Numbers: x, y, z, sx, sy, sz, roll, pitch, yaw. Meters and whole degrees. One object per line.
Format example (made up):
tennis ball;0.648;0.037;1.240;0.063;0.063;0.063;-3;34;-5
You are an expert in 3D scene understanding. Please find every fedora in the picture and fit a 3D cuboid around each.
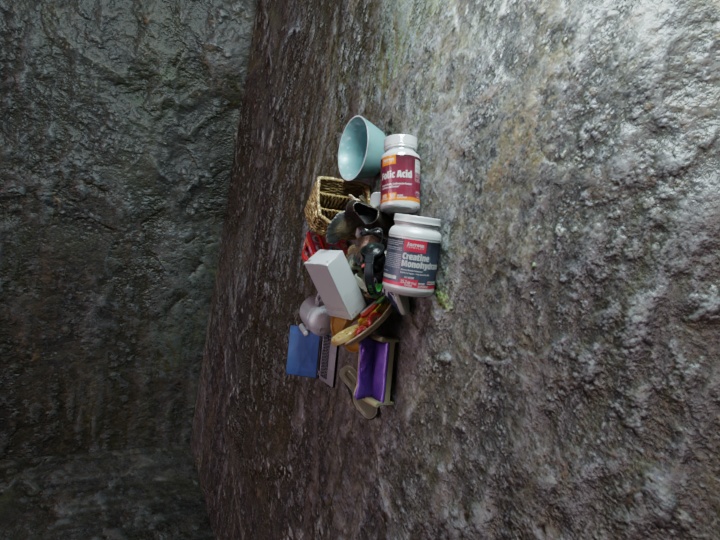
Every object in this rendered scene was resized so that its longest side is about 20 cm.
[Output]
fedora;-0.045;0.175;1.719;0.200;0.081;0.204;-12;76;59

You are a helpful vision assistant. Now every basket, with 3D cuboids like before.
basket;-0.063;-0.195;1.684;0.150;0.197;0.144;-59;38;38

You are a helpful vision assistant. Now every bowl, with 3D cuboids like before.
bowl;0.017;-0.377;1.661;0.200;0.104;0.204;-18;69;58

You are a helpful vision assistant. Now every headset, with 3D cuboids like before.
headset;0.029;-0.030;1.418;0.124;0.093;0.202;63;-149;-56

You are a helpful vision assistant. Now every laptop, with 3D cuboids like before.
laptop;-0.178;0.311;1.909;0.199;0.114;0.190;11;96;61

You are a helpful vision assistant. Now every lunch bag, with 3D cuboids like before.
lunch bag;-0.119;-0.052;1.791;0.082;0.174;0.201;-62;37;35

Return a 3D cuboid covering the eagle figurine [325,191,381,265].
eagle figurine;0.004;-0.133;1.568;0.150;0.201;0.152;4;130;24

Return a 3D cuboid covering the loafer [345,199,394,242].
loafer;0.046;-0.136;1.488;0.074;0.198;0.071;-64;6;-2

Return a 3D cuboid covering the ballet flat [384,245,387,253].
ballet flat;0.064;-0.044;1.571;0.200;0.069;0.071;33;114;58

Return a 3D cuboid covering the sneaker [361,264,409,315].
sneaker;0.068;0.050;1.490;0.084;0.075;0.202;-32;70;19

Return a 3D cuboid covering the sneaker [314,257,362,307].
sneaker;-0.056;0.063;1.689;0.201;0.115;0.075;-50;-4;10

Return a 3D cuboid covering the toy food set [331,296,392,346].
toy food set;0.012;0.151;1.542;0.199;0.198;0.049;-36;95;36

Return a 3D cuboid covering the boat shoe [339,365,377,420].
boat shoe;0.001;0.389;1.645;0.200;0.071;0.068;53;167;42

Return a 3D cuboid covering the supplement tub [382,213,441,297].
supplement tub;0.136;-0.040;1.365;0.140;0.139;0.203;18;102;60

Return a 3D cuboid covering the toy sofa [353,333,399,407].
toy sofa;0.046;0.290;1.526;0.083;0.096;0.203;6;90;61

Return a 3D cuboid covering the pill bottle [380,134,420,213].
pill bottle;0.112;-0.269;1.465;0.114;0.113;0.203;-9;79;60

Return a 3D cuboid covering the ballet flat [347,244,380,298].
ballet flat;0.000;0.000;1.593;0.071;0.065;0.201;-54;56;33

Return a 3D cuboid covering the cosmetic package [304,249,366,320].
cosmetic package;-0.074;0.041;1.568;0.112;0.081;0.202;8;128;45

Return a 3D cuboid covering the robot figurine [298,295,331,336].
robot figurine;-0.150;0.163;1.874;0.170;0.113;0.200;-46;28;-4
